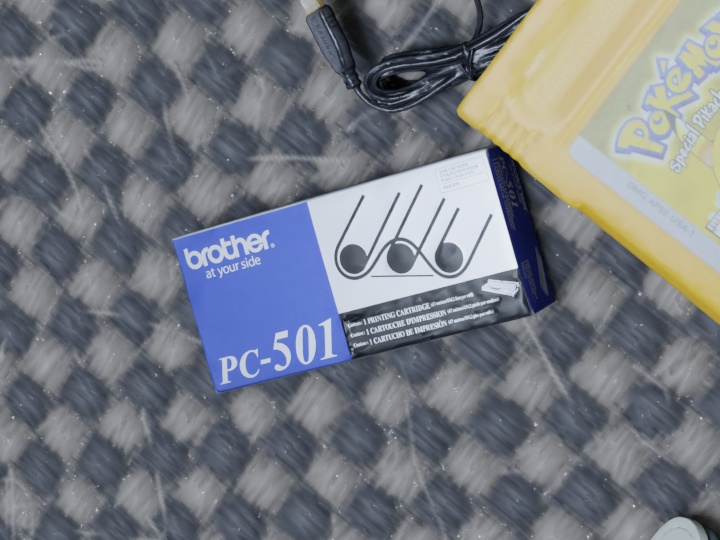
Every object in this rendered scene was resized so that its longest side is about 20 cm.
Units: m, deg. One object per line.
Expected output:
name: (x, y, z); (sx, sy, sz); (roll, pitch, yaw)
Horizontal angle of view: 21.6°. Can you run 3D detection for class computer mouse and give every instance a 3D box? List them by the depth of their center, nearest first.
computer mouse: (0.023, -0.186, 1.005); (0.140, 0.046, 0.201); (-21, 104, 20)

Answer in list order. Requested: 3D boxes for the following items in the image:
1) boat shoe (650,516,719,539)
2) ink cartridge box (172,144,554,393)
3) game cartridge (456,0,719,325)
boat shoe: (0.179, 0.232, 1.027); (0.061, 0.073, 0.201); (3, 97, -22)
ink cartridge box: (0.000, 0.000, 1.050); (0.199, 0.044, 0.095); (-14, 93, 24)
game cartridge: (0.176, -0.087, 0.955); (0.200, 0.032, 0.177); (38, 112, 2)
